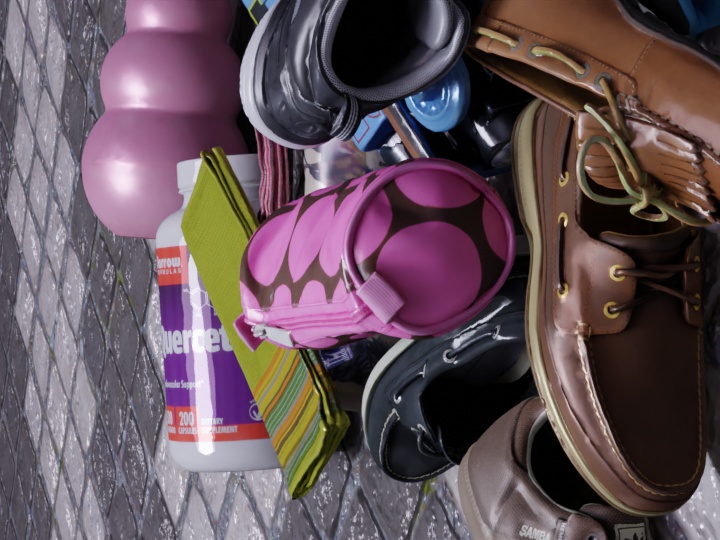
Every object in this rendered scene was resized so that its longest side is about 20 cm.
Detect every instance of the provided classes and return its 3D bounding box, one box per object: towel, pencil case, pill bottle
[{"bbox_3d":[-0.053,-0.138,1.058,0.145,0.023,0.201,90,179,-48],"label":"towel"},{"bbox_3d":[0.000,0.000,0.877,0.091,0.093,0.200,58,161,-4],"label":"pencil case"},{"bbox_3d":[-0.063,0.030,1.035,0.201,0.018,0.086,64,147,27],"label":"towel"},{"bbox_3d":[-0.076,0.028,1.161,0.112,0.111,0.202,173,93,-67],"label":"pill bottle"},{"bbox_3d":[-0.002,-0.012,1.025,0.089,0.077,0.202,-88,-1,-78],"label":"pencil case"}]

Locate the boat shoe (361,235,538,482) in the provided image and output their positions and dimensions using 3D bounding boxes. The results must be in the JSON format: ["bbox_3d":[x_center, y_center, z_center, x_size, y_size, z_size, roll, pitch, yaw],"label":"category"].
[{"bbox_3d":[0.055,0.067,0.910,0.200,0.074,0.067,-53,32,44],"label":"boat shoe"}]

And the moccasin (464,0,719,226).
[{"bbox_3d":[0.113,-0.058,0.707,0.078,0.074,0.201,-46,58,1],"label":"moccasin"}]

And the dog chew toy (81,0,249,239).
[{"bbox_3d":[-0.136,-0.123,1.280,0.124,0.123,0.202,-177,92,-66],"label":"dog chew toy"}]

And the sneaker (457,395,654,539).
[{"bbox_3d":[0.106,0.148,0.812,0.076,0.070,0.201,-52,52,37],"label":"sneaker"}]

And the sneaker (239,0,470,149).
[{"bbox_3d":[0.018,-0.145,0.783,0.201,0.075,0.114,-66,23,-1],"label":"sneaker"}]

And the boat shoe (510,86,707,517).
[{"bbox_3d":[0.113,0.004,0.768,0.068,0.071,0.202,135,130,-62],"label":"boat shoe"}]

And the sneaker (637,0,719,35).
[{"bbox_3d":[0.150,-0.176,0.680,0.082,0.073,0.200,57,152,21],"label":"sneaker"}]

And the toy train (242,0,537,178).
[{"bbox_3d":[0.017,-0.122,0.911,0.201,0.086,0.114,58,140,17],"label":"toy train"}]
